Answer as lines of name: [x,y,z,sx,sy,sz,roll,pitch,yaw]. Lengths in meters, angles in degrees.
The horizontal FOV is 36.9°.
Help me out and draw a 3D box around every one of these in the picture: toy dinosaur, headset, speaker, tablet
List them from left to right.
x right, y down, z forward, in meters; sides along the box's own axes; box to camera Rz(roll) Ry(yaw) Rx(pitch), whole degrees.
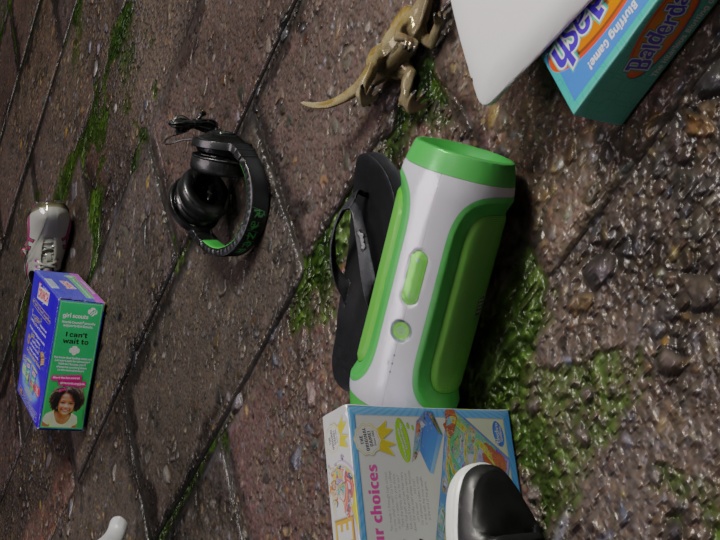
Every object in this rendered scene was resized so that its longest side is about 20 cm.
headset: [-0.155,-0.104,1.188,0.201,0.093,0.124,52,126,31]
toy dinosaur: [0.024,-0.174,0.900,0.200,0.058,0.102,-48,30,35]
speaker: [0.050,0.012,0.769,0.088,0.087,0.203,35,115,56]
tablet: [0.118,-0.211,0.678,0.200,0.013,0.132,-46,48,49]

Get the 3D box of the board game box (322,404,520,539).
board game box: [0.049,0.190,0.696,0.034,0.133,0.203,-34,56,52]

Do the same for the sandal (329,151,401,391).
sandal: [0.000,0.000,0.903,0.076,0.042,0.203,5,90,60]

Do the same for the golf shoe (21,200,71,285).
golf shoe: [-0.513,-0.039,1.780,0.201,0.072,0.093,121,137,-52]

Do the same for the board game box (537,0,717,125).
board game box: [0.152,-0.217,0.677,0.153,0.044,0.202,-57,40,39]

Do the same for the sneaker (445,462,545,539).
sneaker: [0.121,0.205,0.641,0.112,0.072,0.203,-33,65,50]

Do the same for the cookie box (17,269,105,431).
cookie box: [-0.460,0.119,1.649,0.171,0.074,0.203,29,110,58]

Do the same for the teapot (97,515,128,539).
teapot: [-0.335,0.440,1.308,0.199,0.199,0.146,57,-179,6]
